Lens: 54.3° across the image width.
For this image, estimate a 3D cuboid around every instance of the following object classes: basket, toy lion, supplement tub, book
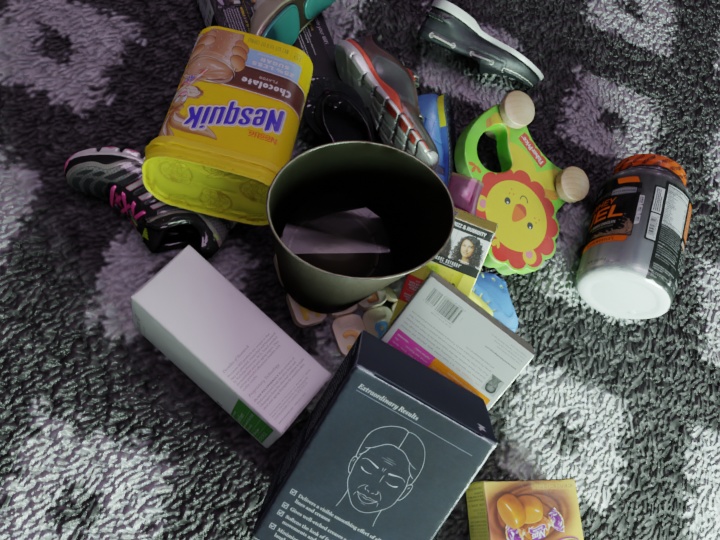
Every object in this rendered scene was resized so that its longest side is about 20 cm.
[{"bbox_3d":[-0.020,-0.030,0.738,0.179,0.200,0.137,-1,74,-15],"label":"basket"},{"bbox_3d":[0.193,-0.103,0.917,0.192,0.069,0.200,-41,98,-24],"label":"toy lion"},{"bbox_3d":[0.364,-0.047,0.927,0.122,0.123,0.201,26,63,-5],"label":"supplement tub"},{"bbox_3d":[0.067,0.120,0.744,0.133,0.048,0.200,37,106,1],"label":"book"}]

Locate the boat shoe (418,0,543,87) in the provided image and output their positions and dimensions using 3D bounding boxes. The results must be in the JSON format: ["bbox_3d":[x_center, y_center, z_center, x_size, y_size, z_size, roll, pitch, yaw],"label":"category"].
[{"bbox_3d":[0.172,-0.312,1.011,0.199,0.076,0.060,29,101,-14],"label":"boat shoe"}]

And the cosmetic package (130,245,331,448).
[{"bbox_3d":[-0.137,0.082,0.733,0.200,0.108,0.085,40,64,3],"label":"cosmetic package"}]

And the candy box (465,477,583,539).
[{"bbox_3d":[0.185,0.331,0.759,0.116,0.056,0.201,3,69,-16],"label":"candy box"}]

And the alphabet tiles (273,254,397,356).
[{"bbox_3d":[0.000,0.000,0.858,0.199,0.015,0.196,-14,74,-22],"label":"alphabet tiles"}]

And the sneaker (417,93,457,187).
[{"bbox_3d":[0.087,-0.133,0.920,0.078,0.066,0.201,-7,78,18],"label":"sneaker"}]

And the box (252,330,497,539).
[{"bbox_3d":[0.012,0.188,0.682,0.148,0.107,0.201,31,103,-3],"label":"box"}]

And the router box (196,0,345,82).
[{"bbox_3d":[-0.116,-0.302,0.923,0.149,0.051,0.201,-14,74,-23],"label":"router box"}]

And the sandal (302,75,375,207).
[{"bbox_3d":[-0.014,-0.164,0.832,0.075,0.048,0.201,-21,66,-9],"label":"sandal"}]

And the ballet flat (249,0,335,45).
[{"bbox_3d":[-0.093,-0.328,0.882,0.069,0.070,0.200,39,59,1],"label":"ballet flat"}]

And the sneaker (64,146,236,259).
[{"bbox_3d":[-0.235,-0.068,0.781,0.199,0.074,0.088,20,58,-13],"label":"sneaker"}]

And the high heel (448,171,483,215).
[{"bbox_3d":[0.046,-0.082,0.858,0.199,0.067,0.097,14,82,25],"label":"high heel"}]

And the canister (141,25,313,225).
[{"bbox_3d":[-0.138,-0.164,0.773,0.148,0.087,0.201,13,59,-5],"label":"canister"}]

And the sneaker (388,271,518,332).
[{"bbox_3d":[0.113,0.025,0.849,0.200,0.076,0.105,49,47,-1],"label":"sneaker"}]

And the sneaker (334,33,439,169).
[{"bbox_3d":[0.051,-0.218,0.876,0.082,0.077,0.200,-32,85,-20],"label":"sneaker"}]

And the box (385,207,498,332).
[{"bbox_3d":[0.079,0.030,0.769,0.075,0.201,0.050,23,21,7],"label":"box"}]
